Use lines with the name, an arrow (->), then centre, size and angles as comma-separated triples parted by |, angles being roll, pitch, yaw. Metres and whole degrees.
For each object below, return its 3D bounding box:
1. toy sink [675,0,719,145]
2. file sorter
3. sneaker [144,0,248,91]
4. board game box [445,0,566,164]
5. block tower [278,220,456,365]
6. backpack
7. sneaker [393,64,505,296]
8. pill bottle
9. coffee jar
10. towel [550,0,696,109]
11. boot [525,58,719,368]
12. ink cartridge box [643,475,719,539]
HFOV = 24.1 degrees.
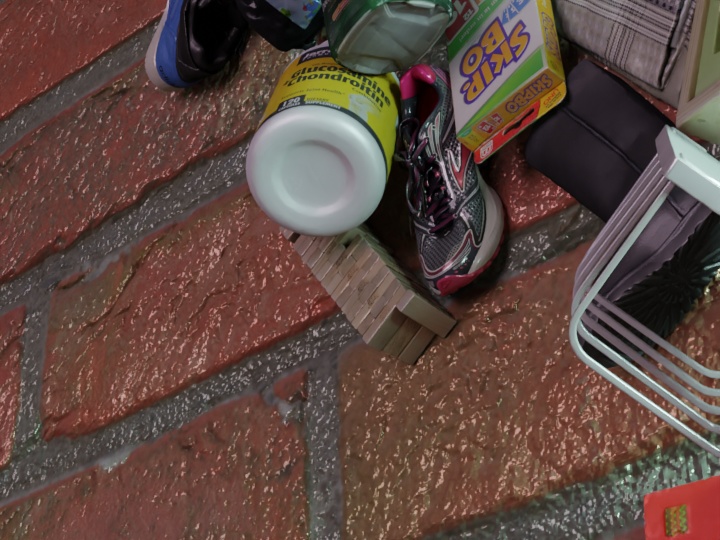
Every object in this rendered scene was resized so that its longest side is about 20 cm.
toy sink -> 0.288, -0.186, 1.094 | 0.130, 0.111, 0.201 | 139, 147, -68
file sorter -> 0.207, 0.010, 1.010 | 0.125, 0.138, 0.200 | -55, -2, 13
sneaker -> -0.150, -0.281, 1.683 | 0.111, 0.076, 0.201 | -6, 67, 52
board game box -> 0.110, -0.178, 1.327 | 0.095, 0.030, 0.201 | -37, 38, 30
block tower -> 0.000, 0.000, 1.371 | 0.058, 0.054, 0.200 | -53, 39, 9
backpack -> -0.031, -0.318, 1.511 | 0.200, 0.154, 0.163 | -38, 14, 21
sneaker -> 0.060, -0.071, 1.334 | 0.080, 0.075, 0.201 | -28, 49, 33
pill bottle -> -0.023, -0.119, 1.383 | 0.112, 0.112, 0.200 | -37, 18, 25
coffee jar -> 0.006, -0.266, 1.355 | 0.104, 0.085, 0.201 | -47, 48, 47
towel -> 0.211, -0.242, 1.262 | 0.200, 0.034, 0.194 | 41, 119, 50
boot -> 0.170, -0.044, 1.205 | 0.165, 0.066, 0.200 | -45, 44, 5
ink cartridge box -> 0.246, 0.175, 1.005 | 0.199, 0.050, 0.163 | -21, 53, 34
